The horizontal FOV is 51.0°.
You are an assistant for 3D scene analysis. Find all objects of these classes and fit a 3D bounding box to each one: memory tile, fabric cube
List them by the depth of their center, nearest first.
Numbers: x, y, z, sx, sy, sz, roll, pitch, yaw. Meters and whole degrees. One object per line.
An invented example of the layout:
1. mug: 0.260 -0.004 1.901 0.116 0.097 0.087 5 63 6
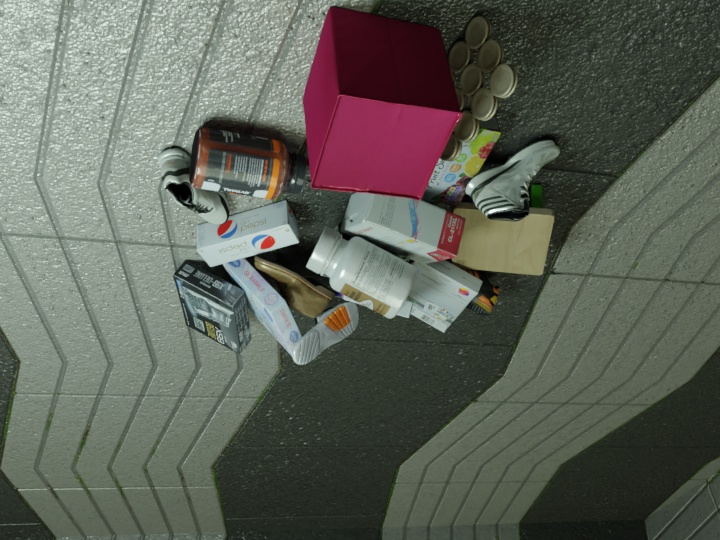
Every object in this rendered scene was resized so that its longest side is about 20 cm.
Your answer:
1. fabric cube: 0.026 -0.258 1.194 0.197 0.202 0.197 5 141 -17
2. memory tile: 0.168 -0.290 1.222 0.017 0.155 0.200 0 146 -36

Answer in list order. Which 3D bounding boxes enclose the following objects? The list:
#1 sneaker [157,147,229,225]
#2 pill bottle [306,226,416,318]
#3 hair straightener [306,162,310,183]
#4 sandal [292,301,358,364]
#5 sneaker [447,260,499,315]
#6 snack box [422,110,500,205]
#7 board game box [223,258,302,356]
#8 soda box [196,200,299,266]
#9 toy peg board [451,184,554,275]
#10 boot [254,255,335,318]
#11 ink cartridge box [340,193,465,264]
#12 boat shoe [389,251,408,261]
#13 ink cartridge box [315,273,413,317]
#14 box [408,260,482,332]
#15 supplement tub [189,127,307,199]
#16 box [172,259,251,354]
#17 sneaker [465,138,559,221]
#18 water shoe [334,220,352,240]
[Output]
1. sneaker: -0.311 -0.135 1.402 0.073 0.081 0.200 -21 144 15
2. pill bottle: 0.000 0.000 1.468 0.198 0.115 0.115 28 137 -5
3. hair straightener: -0.031 -0.176 1.431 0.197 0.041 0.077 -5 144 -5
4. sandal: -0.086 0.126 1.628 0.206 0.059 0.080 -33 126 -38
5. sneaker: 0.240 0.015 1.732 0.200 0.091 0.070 40 160 -20
6. snack box: 0.155 -0.211 1.408 0.140 0.054 0.201 6 142 -16
7. board game box: -0.206 0.071 1.612 0.041 0.199 0.201 -38 147 -14
8. soda box: -0.226 -0.073 1.515 0.197 0.064 0.068 -14 145 10
9. toy peg board: 0.295 -0.095 1.582 0.196 0.099 0.201 5 145 9
10. boot: -0.145 0.035 1.559 0.199 0.074 0.076 32 92 -31
11. ink cartridge box: 0.080 -0.088 1.462 0.198 0.084 0.145 20 169 -19
12. boat shoe: 0.097 -0.037 1.626 0.072 0.063 0.200 12 140 -25
13. ink cartridge box: 0.000 0.053 1.620 0.197 0.044 0.196 16 179 -7
14. box: 0.164 0.048 1.697 0.154 0.041 0.201 29 147 0
15. supplement tub: -0.197 -0.184 1.332 0.197 0.108 0.107 7 142 -19
16. box: -0.321 0.084 1.657 0.156 0.050 0.201 27 147 15
17. sneaker: 0.308 -0.158 1.423 0.199 0.116 0.076 -29 156 -3
18. water shoe: 0.031 -0.031 1.571 0.079 0.072 0.200 -38 113 23
